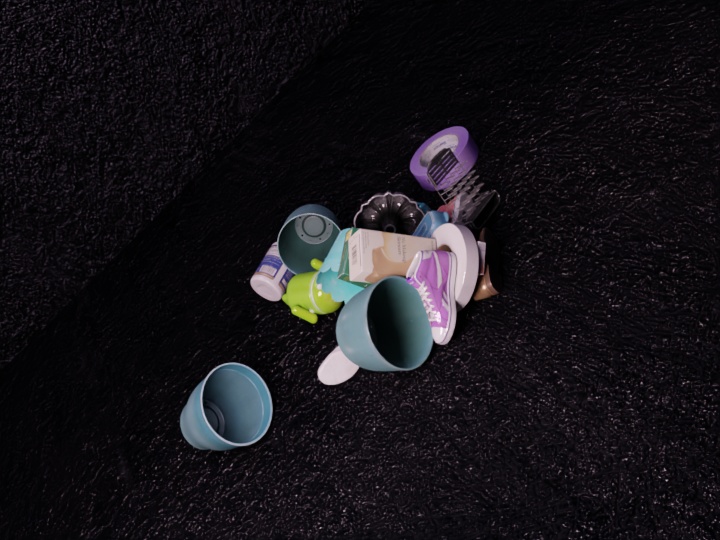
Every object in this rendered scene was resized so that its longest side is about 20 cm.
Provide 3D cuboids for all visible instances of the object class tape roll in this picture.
[{"bbox_3d":[0.200,-0.004,1.571,0.202,0.036,0.208,-173,90,-66],"label":"tape roll"},{"bbox_3d":[0.242,-0.326,2.007,0.198,0.066,0.202,-28,34,20],"label":"tape roll"}]

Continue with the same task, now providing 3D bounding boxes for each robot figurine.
[{"bbox_3d":[-0.123,0.062,1.887,0.197,0.116,0.178,-8,49,43],"label":"robot figurine"}]

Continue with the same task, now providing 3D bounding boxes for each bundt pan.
[{"bbox_3d":[0.078,-0.121,1.822,0.200,0.203,0.076,-31,21,16],"label":"bundt pan"}]

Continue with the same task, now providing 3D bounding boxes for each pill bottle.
[{"bbox_3d":[-0.248,-0.016,2.131,0.110,0.111,0.202,-6,45,44],"label":"pill bottle"}]

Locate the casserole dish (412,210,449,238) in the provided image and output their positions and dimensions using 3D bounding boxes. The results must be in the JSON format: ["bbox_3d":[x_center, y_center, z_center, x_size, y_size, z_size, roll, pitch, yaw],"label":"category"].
[{"bbox_3d":[0.154,-0.067,1.732,0.202,0.038,0.122,-58,18,23],"label":"casserole dish"}]

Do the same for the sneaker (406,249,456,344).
[{"bbox_3d":[0.146,0.057,1.498,0.072,0.112,0.205,-17,71,62],"label":"sneaker"}]

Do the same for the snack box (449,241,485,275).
[{"bbox_3d":[0.224,-0.016,1.597,0.199,0.024,0.074,164,112,-65],"label":"snack box"}]

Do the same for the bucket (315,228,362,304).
[{"bbox_3d":[0.000,0.000,1.737,0.205,0.207,0.137,-2,55,47],"label":"bucket"}]

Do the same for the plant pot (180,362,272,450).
[{"bbox_3d":[-0.350,0.359,1.721,0.187,0.199,0.202,-34,28,42],"label":"plant pot"}]

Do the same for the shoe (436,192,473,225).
[{"bbox_3d":[0.228,-0.102,1.749,0.090,0.071,0.203,-29,35,45],"label":"shoe"}]

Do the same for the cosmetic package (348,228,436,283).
[{"bbox_3d":[0.075,-0.025,1.572,0.071,0.196,0.108,143,127,-59],"label":"cosmetic package"}]

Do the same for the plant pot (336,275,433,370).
[{"bbox_3d":[0.039,0.129,1.539,0.160,0.200,0.203,-20,35,49],"label":"plant pot"}]

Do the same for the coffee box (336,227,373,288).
[{"bbox_3d":[0.048,-0.010,1.622,0.044,0.197,0.125,-33,42,59],"label":"coffee box"}]

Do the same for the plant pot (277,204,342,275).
[{"bbox_3d":[-0.142,-0.103,2.051,0.199,0.202,0.162,-32,21,14],"label":"plant pot"}]

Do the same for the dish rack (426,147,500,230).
[{"bbox_3d":[0.250,-0.208,1.707,0.054,0.201,0.154,-24,18,47],"label":"dish rack"}]

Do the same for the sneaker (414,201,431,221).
[{"bbox_3d":[0.136,-0.170,1.919,0.078,0.080,0.199,-50,31,-16],"label":"sneaker"}]

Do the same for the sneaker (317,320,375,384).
[{"bbox_3d":[-0.028,0.195,1.676,0.200,0.076,0.088,-42,18,-12],"label":"sneaker"}]

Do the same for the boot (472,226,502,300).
[{"bbox_3d":[0.278,-0.017,1.585,0.075,0.073,0.202,-31,33,35],"label":"boot"}]
